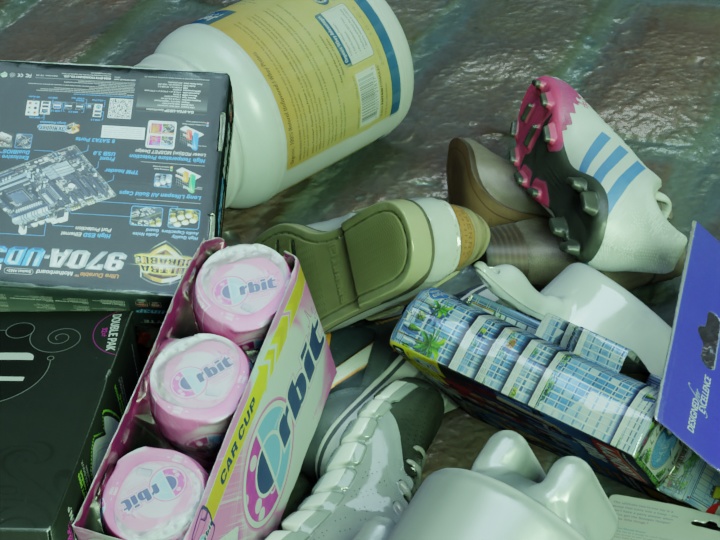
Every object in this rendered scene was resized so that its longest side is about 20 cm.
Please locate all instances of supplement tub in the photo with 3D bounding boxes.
[{"bbox_3d":[-0.072,-0.136,1.385,0.199,0.146,0.144,-30,40,-35],"label":"supplement tub"}]

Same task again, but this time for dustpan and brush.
[{"bbox_3d":[0.136,0.030,1.104,0.057,0.200,0.139,-50,42,-3],"label":"dustpan and brush"}]

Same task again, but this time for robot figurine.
[{"bbox_3d":[0.049,0.178,0.880,0.169,0.113,0.201,18,64,41],"label":"robot figurine"}]

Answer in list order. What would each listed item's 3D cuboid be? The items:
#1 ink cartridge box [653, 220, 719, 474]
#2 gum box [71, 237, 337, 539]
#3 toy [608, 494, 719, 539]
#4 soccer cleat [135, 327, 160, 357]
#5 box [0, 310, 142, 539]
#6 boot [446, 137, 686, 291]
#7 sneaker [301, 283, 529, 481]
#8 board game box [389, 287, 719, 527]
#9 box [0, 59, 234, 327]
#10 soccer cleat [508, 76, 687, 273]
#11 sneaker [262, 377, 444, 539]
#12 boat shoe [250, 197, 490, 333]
[{"bbox_3d":[0.253,0.078,0.991,0.200,0.043,0.199,41,35,-12],"label":"ink cartridge box"},{"bbox_3d":[-0.079,0.091,1.004,0.065,0.114,0.201,9,55,18],"label":"gum box"},{"bbox_3d":[0.163,0.207,0.914,0.114,0.048,0.201,9,38,15],"label":"toy"},{"bbox_3d":[-0.121,0.025,1.227,0.077,0.070,0.200,19,14,-25],"label":"soccer cleat"},{"bbox_3d":[-0.208,0.127,1.015,0.147,0.125,0.201,-1,31,7],"label":"box"},{"bbox_3d":[0.146,-0.039,1.290,0.144,0.071,0.201,-2,33,-7],"label":"boot"},{"bbox_3d":[0.023,0.057,1.135,0.079,0.079,0.199,28,46,33],"label":"sneaker"},{"bbox_3d":[0.137,0.077,1.023,0.198,0.200,0.062,24,82,21],"label":"board game box"},{"bbox_3d":[-0.181,-0.049,1.099,0.198,0.046,0.161,3,62,0],"label":"box"},{"bbox_3d":[0.158,-0.060,1.212,0.085,0.070,0.201,13,32,-19],"label":"soccer cleat"},{"bbox_3d":[0.024,0.151,1.007,0.115,0.076,0.200,19,50,25],"label":"sneaker"},{"bbox_3d":[0.000,0.000,1.090,0.068,0.076,0.199,-5,-4,-35],"label":"boat shoe"}]
